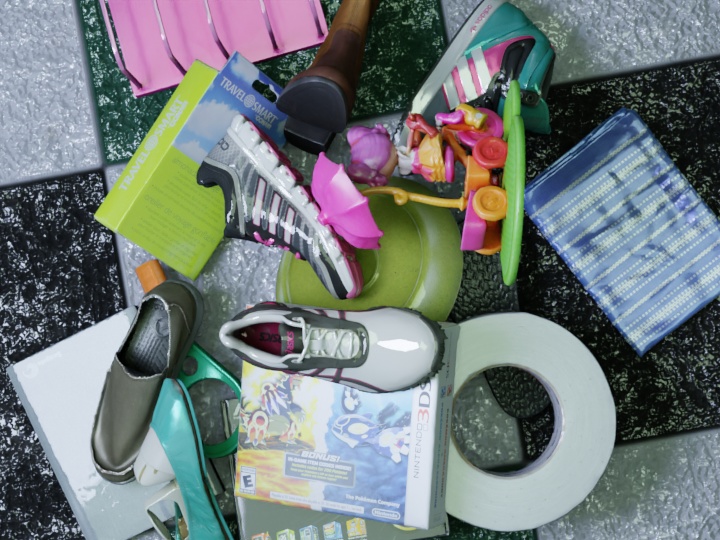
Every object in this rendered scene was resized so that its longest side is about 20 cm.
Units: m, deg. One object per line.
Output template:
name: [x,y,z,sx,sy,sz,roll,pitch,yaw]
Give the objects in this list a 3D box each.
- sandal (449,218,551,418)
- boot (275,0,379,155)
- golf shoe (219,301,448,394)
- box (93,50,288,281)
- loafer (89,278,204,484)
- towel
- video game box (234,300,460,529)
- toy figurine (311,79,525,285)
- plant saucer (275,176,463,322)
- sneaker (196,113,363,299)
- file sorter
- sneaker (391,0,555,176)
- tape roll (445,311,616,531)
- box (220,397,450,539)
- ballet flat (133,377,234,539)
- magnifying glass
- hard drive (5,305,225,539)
sandal: [0.124,0.046,1.733,0.075,0.048,0.201,-20,99,0]
boot: [-0.006,-0.218,1.660,0.068,0.188,0.200,22,79,6]
golf shoe: [-0.025,0.068,1.567,0.199,0.088,0.077,2,90,23]
box: [-0.149,-0.102,1.709,0.048,0.122,0.200,31,87,44]
loafer: [-0.209,0.101,1.680,0.075,0.070,0.201,18,92,19]
towel: [0.263,-0.039,1.739,0.145,0.024,0.200,-38,87,1]
video game box: [-0.014,0.128,1.636,0.199,0.047,0.183,6,93,24]
toy figurine: [0.049,-0.088,1.611,0.183,0.150,0.200,3,58,0]
plant saucer: [0.000,0.000,1.692,0.200,0.031,0.201,-11,65,26]
sneaker: [-0.078,-0.044,1.663,0.087,0.074,0.200,-39,85,7]
file sorter: [-0.145,-0.265,1.712,0.199,0.125,0.139,-16,86,1]
sneaker: [0.121,-0.152,1.723,0.121,0.084,0.200,33,88,13]
tape roll: [0.133,0.138,1.671,0.200,0.066,0.201,0,87,-1]
box: [-0.024,0.187,1.725,0.199,0.049,0.162,-8,84,1]
ballet flat: [-0.169,0.195,1.664,0.070,0.067,0.200,-22,119,-14]
magnifying glass: [-0.164,0.083,1.715,0.079,0.022,0.200,-28,79,13]
hard drive: [-0.235,0.152,1.741,0.139,0.033,0.200,-26,86,1]
